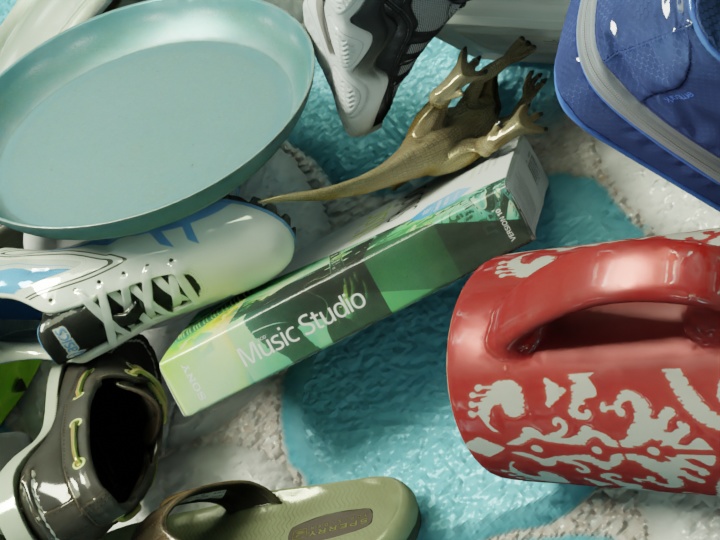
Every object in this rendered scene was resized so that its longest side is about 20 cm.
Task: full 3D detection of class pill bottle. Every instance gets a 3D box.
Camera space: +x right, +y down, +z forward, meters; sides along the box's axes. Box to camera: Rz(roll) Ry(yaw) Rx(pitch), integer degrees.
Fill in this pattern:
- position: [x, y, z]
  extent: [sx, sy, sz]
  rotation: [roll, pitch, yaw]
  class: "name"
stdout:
- position: [-0.118, -0.068, 1.368]
  extent: [0.108, 0.109, 0.200]
  rotation: [-17, 35, 22]
  class: "pill bottle"

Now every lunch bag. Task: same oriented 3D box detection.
- position: [0.198, -0.102, 1.135]
  extent: [0.132, 0.200, 0.136]
  rotation: [-24, 41, 58]
  class: "lunch bag"

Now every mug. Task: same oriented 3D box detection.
- position: [0.141, 0.025, 1.087]
  extent: [0.199, 0.178, 0.134]
  rotation: [-3, 40, 38]
  class: "mug"

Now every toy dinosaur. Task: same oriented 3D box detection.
- position: [0.043, -0.067, 1.258]
  extent: [0.101, 0.058, 0.200]
  rotation: [-39, -5, 41]
  class: "toy dinosaur"

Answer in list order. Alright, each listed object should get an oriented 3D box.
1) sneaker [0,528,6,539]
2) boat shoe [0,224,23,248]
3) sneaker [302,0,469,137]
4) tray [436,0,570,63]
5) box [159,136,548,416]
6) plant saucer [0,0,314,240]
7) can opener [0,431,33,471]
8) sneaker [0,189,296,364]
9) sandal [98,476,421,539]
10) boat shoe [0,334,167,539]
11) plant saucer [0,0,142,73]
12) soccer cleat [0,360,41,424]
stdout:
- position: [-0.233, 0.184, 1.246]
  extent: [0.200, 0.073, 0.080]
  rotation: [-45, 40, 49]
  class: "sneaker"
- position: [-0.235, -0.026, 1.461]
  extent: [0.199, 0.057, 0.067]
  rotation: [-28, 44, 12]
  class: "boat shoe"
- position: [0.033, -0.139, 1.235]
  extent: [0.113, 0.200, 0.076]
  rotation: [-18, 67, -8]
  class: "sneaker"
- position: [0.109, -0.128, 1.285]
  extent: [0.199, 0.107, 0.022]
  rotation: [8, 83, 38]
  class: "tray"
- position: [0.000, 0.000, 1.242]
  extent: [0.199, 0.036, 0.144]
  rotation: [-29, 8, 12]
  class: "box"
- position: [-0.116, -0.078, 1.267]
  extent: [0.199, 0.027, 0.201]
  rotation: [-12, 38, 10]
  class: "plant saucer"
- position: [-0.160, 0.167, 1.267]
  extent: [0.066, 0.053, 0.200]
  rotation: [-9, 42, -18]
  class: "can opener"
- position: [-0.125, 0.013, 1.250]
  extent: [0.199, 0.072, 0.073]
  rotation: [-15, 46, 17]
  class: "sneaker"
- position: [-0.070, 0.132, 1.201]
  extent: [0.200, 0.057, 0.080]
  rotation: [-18, 40, 10]
  class: "sandal"
- position: [-0.130, 0.085, 1.255]
  extent: [0.060, 0.072, 0.201]
  rotation: [-26, 19, 19]
  class: "boat shoe"
- position: [-0.169, -0.154, 1.441]
  extent: [0.200, 0.050, 0.200]
  rotation: [-51, 2, 3]
  class: "plant saucer"
- position: [-0.250, 0.097, 1.373]
  extent: [0.081, 0.068, 0.200]
  rotation: [1, 50, 47]
  class: "soccer cleat"
